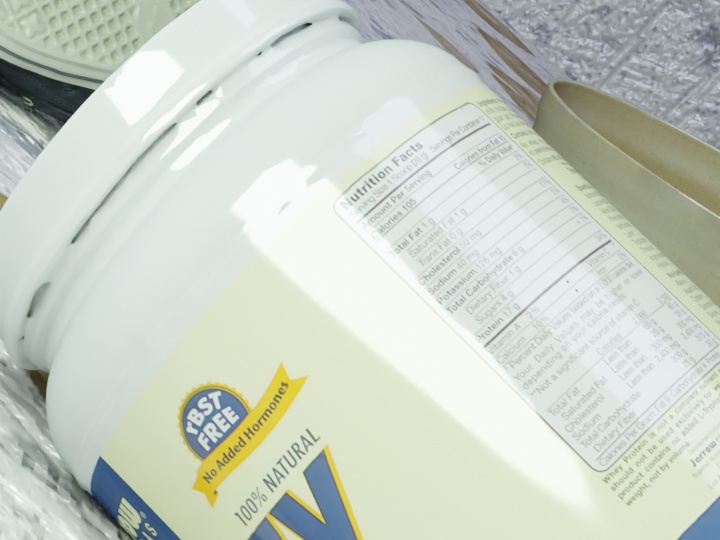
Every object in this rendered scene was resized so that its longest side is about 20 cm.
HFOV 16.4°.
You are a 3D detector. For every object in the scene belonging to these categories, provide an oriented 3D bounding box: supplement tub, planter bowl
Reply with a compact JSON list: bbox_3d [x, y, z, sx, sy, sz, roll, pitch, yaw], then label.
[{"bbox_3d":[0.013,0.036,0.625,0.200,0.145,0.145,44,10,10],"label":"supplement tub"},{"bbox_3d":[0.138,0.022,1.120,0.199,0.135,0.200,28,14,-8],"label":"planter bowl"}]

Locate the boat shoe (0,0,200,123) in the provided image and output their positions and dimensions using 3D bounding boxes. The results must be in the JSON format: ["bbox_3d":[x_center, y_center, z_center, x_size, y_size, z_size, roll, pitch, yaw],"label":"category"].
[{"bbox_3d":[-0.070,-0.075,0.922,0.199,0.075,0.062,21,-18,-32],"label":"boat shoe"}]
